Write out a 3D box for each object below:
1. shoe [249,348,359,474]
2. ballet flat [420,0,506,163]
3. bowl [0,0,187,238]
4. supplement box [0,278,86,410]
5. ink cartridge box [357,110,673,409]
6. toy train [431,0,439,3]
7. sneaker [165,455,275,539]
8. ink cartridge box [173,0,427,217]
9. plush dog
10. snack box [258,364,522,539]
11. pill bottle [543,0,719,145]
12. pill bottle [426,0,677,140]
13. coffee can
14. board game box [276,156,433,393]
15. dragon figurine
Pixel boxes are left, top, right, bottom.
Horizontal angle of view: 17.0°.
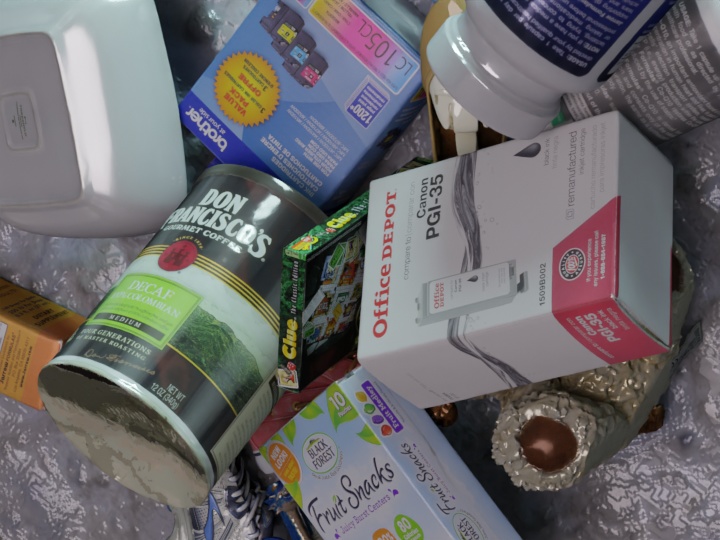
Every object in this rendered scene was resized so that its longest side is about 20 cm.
[{"bbox_3d":[-0.013,0.076,1.789,0.200,0.071,0.091,-24,94,30],"label":"shoe"},{"bbox_3d":[0.078,-0.102,1.663,0.068,0.063,0.200,-2,139,7],"label":"ballet flat"},{"bbox_3d":[-0.226,-0.116,1.801,0.199,0.074,0.201,0,103,47],"label":"bowl"},{"bbox_3d":[-0.311,0.039,1.915,0.199,0.067,0.069,22,109,17],"label":"supplement box"},{"bbox_3d":[0.102,-0.004,1.600,0.199,0.083,0.147,-15,56,31],"label":"ink cartridge box"},{"bbox_3d":[0.112,-0.248,1.633,0.086,0.115,0.200,22,132,-21],"label":"toy train"},{"bbox_3d":[-0.104,0.176,1.860,0.085,0.077,0.201,7,112,13],"label":"sneaker"},{"bbox_3d":[-0.040,-0.123,1.755,0.136,0.076,0.200,44,116,9],"label":"ink cartridge box"},{"bbox_3d":[0.128,0.051,1.690,0.171,0.160,0.200,28,83,22],"label":"plush dog"},{"bbox_3d":[0.029,0.172,1.702,0.200,0.053,0.142,54,144,5],"label":"snack box"},{"bbox_3d":[0.214,-0.152,1.615,0.200,0.113,0.113,-24,92,27],"label":"pill bottle"},{"bbox_3d":[0.137,-0.185,1.527,0.116,0.116,0.200,45,115,9],"label":"pill bottle"},{"bbox_3d":[-0.111,0.046,1.703,0.146,0.200,0.147,27,150,17],"label":"coffee can"},{"bbox_3d":[0.000,0.000,1.686,0.023,0.200,0.105,13,115,25],"label":"board game box"},{"bbox_3d":[-0.043,0.227,1.829,0.100,0.059,0.200,53,149,29],"label":"dragon figurine"}]
